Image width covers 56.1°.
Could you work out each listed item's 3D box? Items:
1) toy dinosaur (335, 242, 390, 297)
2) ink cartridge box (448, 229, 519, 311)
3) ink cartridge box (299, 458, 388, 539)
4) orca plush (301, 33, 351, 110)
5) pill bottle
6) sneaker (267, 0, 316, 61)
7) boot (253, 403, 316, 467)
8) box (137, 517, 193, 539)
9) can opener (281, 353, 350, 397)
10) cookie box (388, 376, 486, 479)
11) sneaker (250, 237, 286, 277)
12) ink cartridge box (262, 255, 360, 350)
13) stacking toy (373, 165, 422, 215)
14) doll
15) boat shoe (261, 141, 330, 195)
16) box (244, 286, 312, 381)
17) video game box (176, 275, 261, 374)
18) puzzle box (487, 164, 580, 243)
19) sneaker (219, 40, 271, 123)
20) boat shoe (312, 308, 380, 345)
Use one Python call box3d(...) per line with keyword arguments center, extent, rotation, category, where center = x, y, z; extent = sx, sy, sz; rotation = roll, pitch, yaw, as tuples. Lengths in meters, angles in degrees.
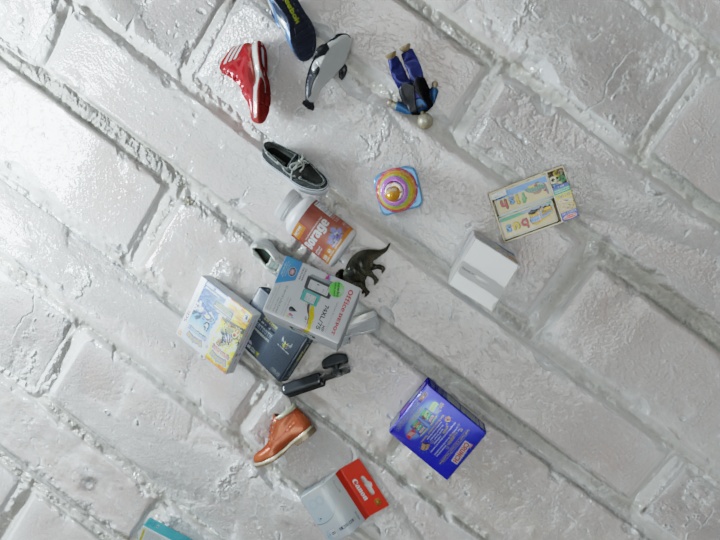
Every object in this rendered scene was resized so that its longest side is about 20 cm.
box3d(center=(0.000, 0.000, 1.733), extent=(0.102, 0.077, 0.200), rotation=(39, 106, -11), category="toy dinosaur")
box3d(center=(0.295, -0.002, 1.625), extent=(0.127, 0.200, 0.127), rotation=(30, 102, 2), category="ink cartridge box")
box3d(center=(-0.045, 0.636, 1.856), extent=(0.198, 0.047, 0.162), rotation=(-33, 93, 14), category="ink cartridge box")
box3d(center=(-0.095, -0.500, 1.685), extent=(0.104, 0.071, 0.204), rotation=(8, 110, -39), category="orca plush")
box3d(center=(-0.116, -0.112, 1.712), extent=(0.199, 0.112, 0.113), rotation=(37, 102, 1), category="pill bottle")
box3d(center=(-0.171, -0.616, 1.664), extent=(0.073, 0.082, 0.203), rotation=(-30, 113, -15), category="sneaker")
box3d(center=(-0.227, 0.450, 1.844), extent=(0.199, 0.075, 0.108), rotation=(-37, 90, 4), category="boot")
box3d(center=(-0.546, 0.802, 1.954), extent=(0.197, 0.049, 0.084), rotation=(26, 102, 3), category="box")
box3d(center=(-0.119, 0.280, 1.817), extent=(0.196, 0.053, 0.068), rotation=(-20, 64, 11), category="can opener")
box3d(center=(0.201, 0.413, 1.770), extent=(0.199, 0.075, 0.172), rotation=(39, 102, 1), category="cookie box")
box3d(center=(-0.209, -0.006, 1.760), extent=(0.198, 0.080, 0.071), rotation=(35, 100, 0), category="sneaker")
box3d(center=(-0.115, 0.083, 1.645), extent=(0.196, 0.146, 0.149), rotation=(22, 77, 3), category="ink cartridge box")
box3d(center=(0.082, -0.189, 1.626), extent=(0.114, 0.200, 0.112), rotation=(-14, 98, 11), category="stacking toy")
box3d(center=(0.124, -0.442, 1.656), extent=(0.134, 0.049, 0.203), rotation=(-25, 101, 2), category="doll")
box3d(center=(-0.162, -0.264, 1.708), extent=(0.198, 0.068, 0.074), rotation=(35, 66, 7), category="boat shoe")
box3d(center=(-0.228, 0.165, 1.773), extent=(0.199, 0.051, 0.159), rotation=(40, 103, 21), category="box")
box3d(center=(-0.380, 0.142, 1.796), extent=(0.198, 0.047, 0.185), rotation=(32, 105, 22), category="video game box")
box3d(center=(0.426, -0.162, 1.670), extent=(0.196, 0.025, 0.136), rotation=(-20, 96, 11), category="puzzle box")
box3d(center=(-0.293, -0.470, 1.709), extent=(0.113, 0.078, 0.205), rotation=(-1, 87, 17), category="sneaker")
box3d(center=(-0.042, 0.162, 1.774), extent=(0.196, 0.072, 0.070), rotation=(-21, 96, 2), category="boat shoe")
